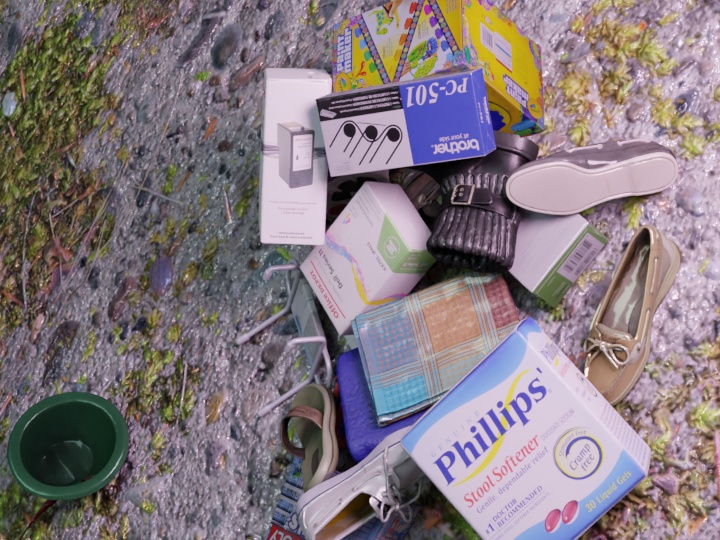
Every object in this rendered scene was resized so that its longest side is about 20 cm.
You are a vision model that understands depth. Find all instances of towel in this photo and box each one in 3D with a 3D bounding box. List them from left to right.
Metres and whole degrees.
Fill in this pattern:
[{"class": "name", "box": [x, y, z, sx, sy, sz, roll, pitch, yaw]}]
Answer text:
[{"class": "towel", "box": [0.073, 0.141, 1.588, 0.197, 0.050, 0.150, -18, 58, 14]}, {"class": "towel", "box": [0.092, 0.083, 1.568, 0.198, 0.022, 0.148, -23, 58, 10]}]

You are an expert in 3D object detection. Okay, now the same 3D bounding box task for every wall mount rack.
[{"class": "wall mount rack", "box": [-0.102, 0.091, 1.756, 0.175, 0.073, 0.202, 112, 146, -50]}]

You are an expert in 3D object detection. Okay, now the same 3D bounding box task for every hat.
[{"class": "hat", "box": [-0.429, 0.295, 1.964, 0.197, 0.177, 0.168, -8, 58, -6]}]

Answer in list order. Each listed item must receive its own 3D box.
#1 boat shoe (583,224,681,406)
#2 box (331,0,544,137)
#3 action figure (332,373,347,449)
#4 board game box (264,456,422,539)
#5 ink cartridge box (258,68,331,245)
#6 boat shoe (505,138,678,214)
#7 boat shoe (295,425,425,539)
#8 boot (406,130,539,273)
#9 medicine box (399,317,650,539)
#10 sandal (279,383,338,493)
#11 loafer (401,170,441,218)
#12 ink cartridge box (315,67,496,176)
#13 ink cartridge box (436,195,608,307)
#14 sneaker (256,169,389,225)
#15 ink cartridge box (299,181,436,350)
[{"class": "boat shoe", "box": [0.289, 0.050, 1.468, 0.073, 0.063, 0.203, 25, 88, 41]}, {"class": "box", "box": [0.097, -0.239, 1.647, 0.191, 0.199, 0.124, -15, 64, 33]}, {"class": "action figure", "box": [-0.002, 0.153, 1.668, 0.065, 0.051, 0.202, 37, 98, 36]}, {"class": "board game box", "box": [-0.047, 0.344, 1.614, 0.198, 0.061, 0.203, 14, 81, 41]}, {"class": "ink cartridge box", "box": [-0.084, -0.146, 1.667, 0.146, 0.083, 0.203, -112, 24, -76]}, {"class": "boat shoe", "box": [0.259, -0.109, 1.515, 0.197, 0.068, 0.057, -7, 29, 0]}, {"class": "boat shoe", "box": [0.022, 0.252, 1.502, 0.200, 0.075, 0.086, -29, 38, 1]}, {"class": "boot", "box": [0.101, -0.088, 1.572, 0.209, 0.079, 0.160, 11, 78, 34]}, {"class": "medicine box", "box": [0.176, 0.188, 1.419, 0.182, 0.103, 0.200, -44, 85, 15]}, {"class": "sandal", "box": [-0.066, 0.195, 1.615, 0.201, 0.057, 0.081, -106, 38, -66]}, {"class": "loafer", "box": [0.077, -0.081, 1.695, 0.199, 0.071, 0.064, -36, 70, 29]}, {"class": "ink cartridge box", "box": [0.051, -0.169, 1.532, 0.197, 0.044, 0.096, -5, 103, 26]}, {"class": "ink cartridge box", "box": [0.191, -0.060, 1.592, 0.104, 0.059, 0.200, -51, 50, 9]}, {"class": "sneaker", "box": [-0.047, -0.115, 1.808, 0.197, 0.081, 0.084, -16, 49, 22]}, {"class": "ink cartridge box", "box": [0.000, 0.000, 1.671, 0.201, 0.067, 0.118, -51, 58, 31]}]
